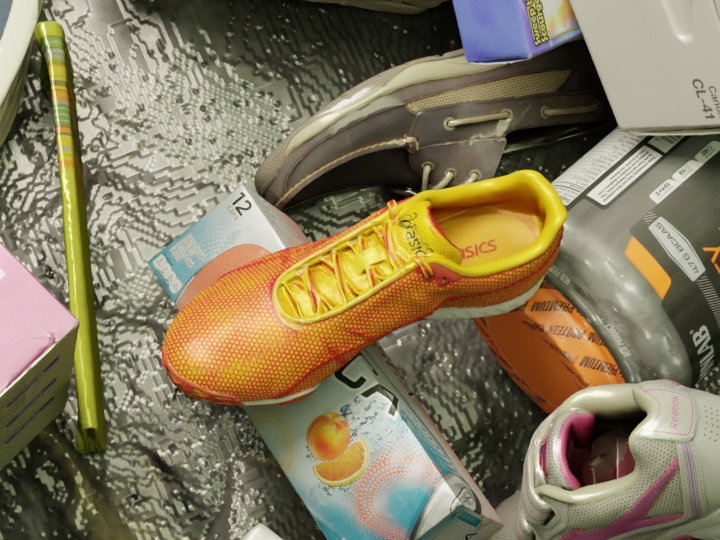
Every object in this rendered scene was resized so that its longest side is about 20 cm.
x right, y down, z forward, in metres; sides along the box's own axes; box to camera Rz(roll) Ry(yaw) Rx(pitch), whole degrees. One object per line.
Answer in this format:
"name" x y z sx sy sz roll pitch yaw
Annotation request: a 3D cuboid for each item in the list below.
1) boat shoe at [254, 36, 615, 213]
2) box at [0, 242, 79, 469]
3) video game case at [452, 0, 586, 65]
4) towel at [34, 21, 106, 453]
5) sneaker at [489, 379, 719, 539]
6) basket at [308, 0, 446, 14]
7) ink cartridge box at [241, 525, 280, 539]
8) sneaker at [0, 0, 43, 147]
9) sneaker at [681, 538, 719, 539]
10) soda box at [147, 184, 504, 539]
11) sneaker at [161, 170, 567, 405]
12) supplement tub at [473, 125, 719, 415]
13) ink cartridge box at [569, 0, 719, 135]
"boat shoe" 0.044 -0.068 1.239 0.199 0.075 0.073 -25 81 -13
"box" -0.223 0.069 1.096 0.097 0.200 0.176 44 75 4
"video game case" 0.098 -0.220 1.177 0.181 0.045 0.201 -27 109 -43
"towel" -0.141 -0.015 1.188 0.018 0.086 0.201 -6 78 -3
"sneaker" 0.109 0.098 1.149 0.088 0.200 0.082 28 48 -25
"basket" -0.030 -0.206 1.214 0.199 0.135 0.124 7 81 -22
"ink cartridge box" -0.016 0.238 1.141 0.200 0.086 0.148 38 74 0
"sneaker" -0.198 -0.142 1.220 0.084 0.075 0.201 14 65 -7
"sneaker" 0.194 0.170 1.180 0.115 0.081 0.200 18 115 -18
"soda box" -0.018 0.057 1.164 0.064 0.068 0.200 -39 66 8
"sneaker" 0.000 0.000 1.107 0.200 0.077 0.073 -24 65 -19
"supplement tub" 0.157 -0.017 1.219 0.200 0.123 0.123 -41 86 -15
"ink cartridge box" 0.181 -0.177 1.169 0.200 0.085 0.148 -43 119 -36
